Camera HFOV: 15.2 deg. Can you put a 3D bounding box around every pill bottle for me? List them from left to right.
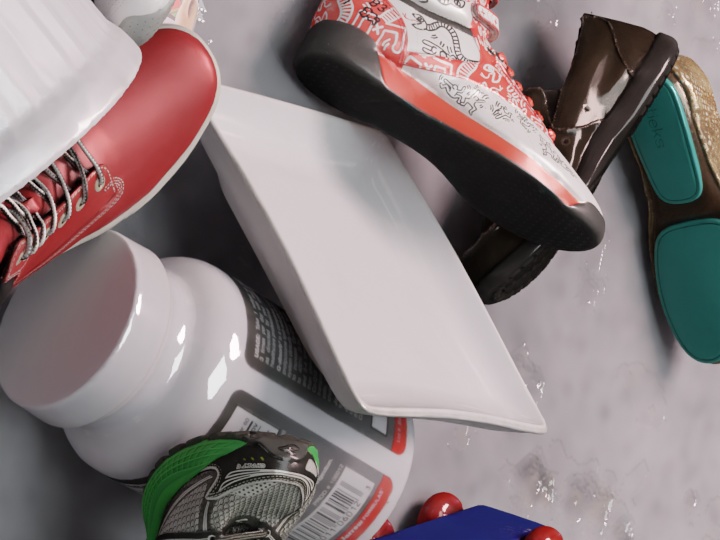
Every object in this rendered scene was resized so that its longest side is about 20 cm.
[{"bbox_3d":[-0.075,0.062,1.330,0.200,0.116,0.116,34,67,-40],"label":"pill bottle"}]

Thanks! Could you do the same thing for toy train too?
[{"bbox_3d":[0.026,0.196,1.452,0.200,0.085,0.116,-11,112,-54],"label":"toy train"}]

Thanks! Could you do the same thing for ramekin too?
[{"bbox_3d":[-0.201,-0.075,1.147,0.200,0.200,0.098,-46,111,-35],"label":"ramekin"}]

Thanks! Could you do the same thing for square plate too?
[{"bbox_3d":[0.000,0.000,1.383,0.198,0.028,0.200,11,46,-59],"label":"square plate"}]

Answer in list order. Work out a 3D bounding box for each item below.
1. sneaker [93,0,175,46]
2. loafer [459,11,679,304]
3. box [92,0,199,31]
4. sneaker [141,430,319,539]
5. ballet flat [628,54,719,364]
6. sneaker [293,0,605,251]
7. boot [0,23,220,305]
[{"bbox_3d":[-0.123,-0.188,1.240,0.080,0.070,0.200,16,50,-32],"label":"sneaker"},{"bbox_3d":[0.107,-0.067,1.558,0.071,0.073,0.200,33,68,6],"label":"loafer"},{"bbox_3d":[-0.153,-0.192,1.305,0.200,0.035,0.110,21,76,-44],"label":"box"},{"bbox_3d":[-0.071,0.152,1.277,0.078,0.200,0.085,10,40,-26],"label":"sneaker"},{"bbox_3d":[0.209,-0.042,1.657,0.065,0.070,0.200,-40,122,-54],"label":"ballet flat"},{"bbox_3d":[0.068,-0.103,1.473,0.201,0.067,0.108,33,62,-14],"label":"sneaker"},{"bbox_3d":[-0.136,-0.038,1.198,0.200,0.144,0.072,-41,98,-8],"label":"boot"}]
